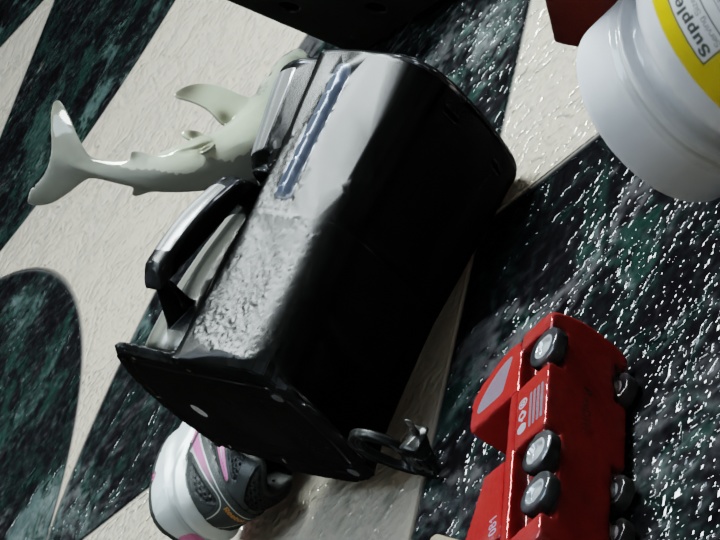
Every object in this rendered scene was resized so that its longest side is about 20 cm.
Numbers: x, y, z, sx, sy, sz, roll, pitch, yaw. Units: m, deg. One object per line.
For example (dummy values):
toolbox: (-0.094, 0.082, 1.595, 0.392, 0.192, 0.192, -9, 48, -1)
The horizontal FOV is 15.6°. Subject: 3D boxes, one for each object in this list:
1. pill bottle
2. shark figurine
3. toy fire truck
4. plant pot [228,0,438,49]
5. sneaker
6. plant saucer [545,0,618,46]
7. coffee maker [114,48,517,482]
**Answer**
pill bottle: (0.188, -0.120, 1.092, 0.200, 0.114, 0.115, -41, 25, 41)
shark figurine: (-0.105, -0.066, 1.742, 0.128, 0.213, 0.090, 52, 153, 40)
toy fire truck: (0.057, 0.126, 1.136, 0.141, 0.049, 0.201, -45, 23, 34)
plant pot: (-0.011, -0.260, 1.697, 0.199, 0.199, 0.179, -26, 49, 55)
sneaker: (-0.050, 0.064, 1.476, 0.086, 0.080, 0.201, -23, 46, 39)
plant saucer: (0.166, -0.184, 1.202, 0.200, 0.037, 0.200, -44, -12, 0)
coffee maker: (0.000, 0.000, 1.367, 0.201, 0.191, 0.135, -62, -22, -19)
